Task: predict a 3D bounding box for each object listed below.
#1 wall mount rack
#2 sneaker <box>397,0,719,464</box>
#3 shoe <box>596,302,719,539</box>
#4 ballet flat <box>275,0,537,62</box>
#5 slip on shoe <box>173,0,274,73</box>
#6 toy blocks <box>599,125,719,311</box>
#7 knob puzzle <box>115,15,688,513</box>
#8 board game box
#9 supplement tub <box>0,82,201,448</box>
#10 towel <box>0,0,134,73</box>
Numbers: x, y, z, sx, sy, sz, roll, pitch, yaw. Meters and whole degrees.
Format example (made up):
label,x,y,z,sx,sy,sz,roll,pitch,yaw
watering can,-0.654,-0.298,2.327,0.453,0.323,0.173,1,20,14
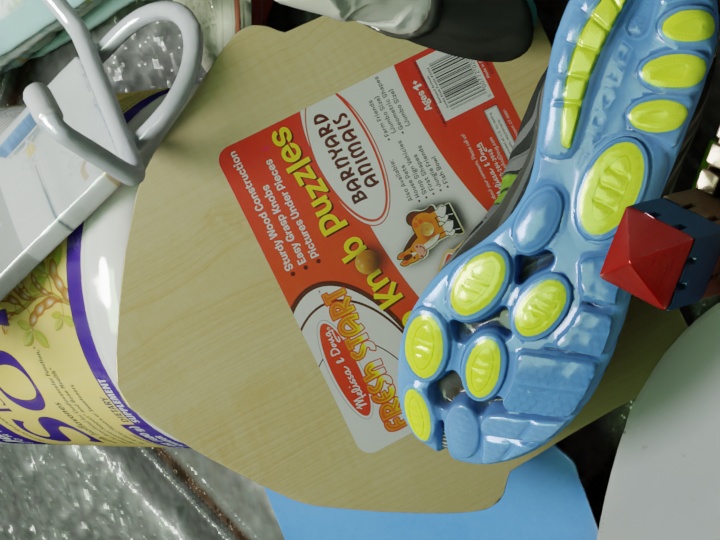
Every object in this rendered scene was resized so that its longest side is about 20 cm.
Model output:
label,x,y,z,sx,sy,sz,roll,pitch,yaw
wall mount rack,-0.158,-0.057,0.916,0.200,0.075,0.174,-43,44,15
sneaker,0.077,-0.019,0.850,0.071,0.083,0.200,27,105,13
shoe,0.138,0.109,0.886,0.071,0.091,0.200,22,94,49
ballet flat,-0.019,-0.133,0.834,0.200,0.068,0.068,50,151,-19
slip on shoe,-0.039,-0.148,0.929,0.200,0.061,0.074,101,148,-46
toy blocks,0.169,0.006,0.745,0.200,0.137,0.100,29,111,25
knob puzzle,0.000,0.000,0.900,0.220,0.219,0.030,64,175,-1
board game box,0.051,0.130,0.993,0.158,0.039,0.200,-11,106,39
supplement tub,-0.114,0.001,1.004,0.200,0.145,0.146,-3,107,42
towel,-0.149,-0.179,1.002,0.200,0.048,0.171,-18,93,60
